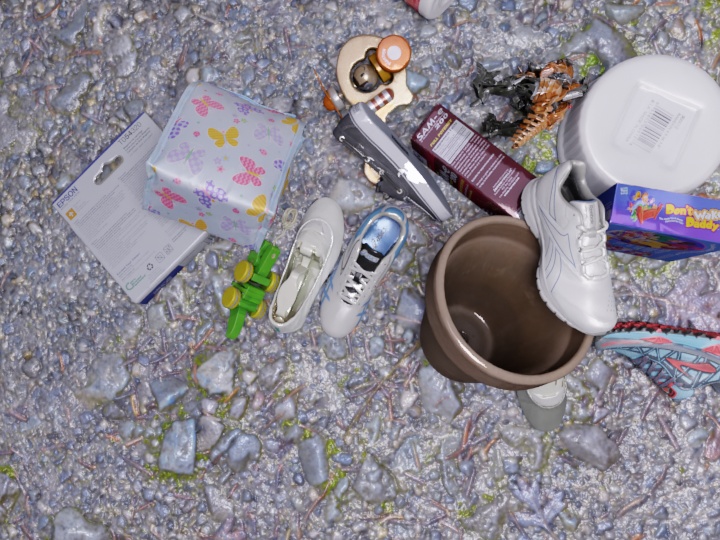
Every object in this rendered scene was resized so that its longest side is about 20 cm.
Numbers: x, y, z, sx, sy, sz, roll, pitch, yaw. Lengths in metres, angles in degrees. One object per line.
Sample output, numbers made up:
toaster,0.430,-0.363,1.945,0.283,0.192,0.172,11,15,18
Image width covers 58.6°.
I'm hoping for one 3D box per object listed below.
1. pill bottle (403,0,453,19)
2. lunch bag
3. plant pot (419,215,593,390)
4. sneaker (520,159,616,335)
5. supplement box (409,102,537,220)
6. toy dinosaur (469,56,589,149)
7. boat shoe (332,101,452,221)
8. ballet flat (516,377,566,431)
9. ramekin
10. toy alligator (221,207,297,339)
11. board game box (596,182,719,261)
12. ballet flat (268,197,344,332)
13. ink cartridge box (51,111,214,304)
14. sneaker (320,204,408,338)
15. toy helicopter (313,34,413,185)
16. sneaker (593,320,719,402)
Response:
pill bottle,0.050,-0.442,0.861,0.200,0.111,0.111,41,93,7
lunch bag,-0.173,-0.149,0.854,0.169,0.127,0.201,20,58,-11
plant pot,0.154,0.062,0.781,0.199,0.175,0.202,6,64,-13
sneaker,0.233,-0.028,0.698,0.074,0.087,0.201,-7,69,-17
supplement box,0.161,-0.123,0.836,0.200,0.109,0.061,40,93,8
toy dinosaur,0.214,-0.218,0.809,0.135,0.200,0.103,1,109,28
boat shoe,0.041,-0.129,0.851,0.066,0.070,0.200,-37,116,21
ballet flat,0.238,0.114,0.839,0.067,0.064,0.202,-2,88,6
ramekin,0.361,-0.173,0.818,0.199,0.098,0.202,0,87,7
toy alligator,-0.147,-0.001,0.899,0.054,0.059,0.201,25,90,48
board game box,0.341,-0.052,0.764,0.133,0.200,0.045,12,88,7
ballet flat,-0.075,-0.007,0.882,0.069,0.069,0.201,22,90,7
ink cartridge box,-0.310,-0.090,0.927,0.196,0.043,0.200,-43,81,2
sneaker,0.000,0.000,0.870,0.072,0.072,0.201,28,93,6
toy helicopter,0.008,-0.217,0.879,0.131,0.079,0.202,-6,99,0
sneaker,0.395,0.119,0.812,0.198,0.079,0.096,8,91,8
